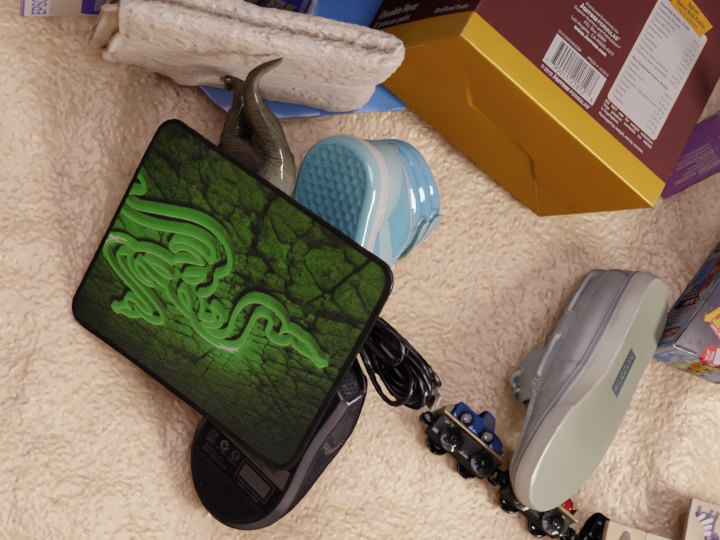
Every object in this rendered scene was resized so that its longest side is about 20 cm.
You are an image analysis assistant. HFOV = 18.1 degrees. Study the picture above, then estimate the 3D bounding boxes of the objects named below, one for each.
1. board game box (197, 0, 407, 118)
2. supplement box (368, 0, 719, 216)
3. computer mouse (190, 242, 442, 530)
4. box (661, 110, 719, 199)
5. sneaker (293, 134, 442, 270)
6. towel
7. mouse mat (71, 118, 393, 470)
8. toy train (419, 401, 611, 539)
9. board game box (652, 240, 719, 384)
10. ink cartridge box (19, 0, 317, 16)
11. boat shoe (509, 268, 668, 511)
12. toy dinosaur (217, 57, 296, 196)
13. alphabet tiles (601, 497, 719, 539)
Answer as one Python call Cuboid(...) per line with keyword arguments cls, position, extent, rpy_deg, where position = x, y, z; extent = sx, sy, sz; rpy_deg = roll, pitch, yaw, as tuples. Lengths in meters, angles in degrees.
Cuboid(cls="board game box", position=(-0.039, -0.185, 1.599), extent=(0.199, 0.039, 0.159), rpy_deg=(-5, 87, -12))
Cuboid(cls="supplement box", position=(0.141, -0.177, 1.571), extent=(0.197, 0.133, 0.200), rpy_deg=(39, 69, -26))
Cuboid(cls="computer mouse", position=(-0.037, 0.091, 1.502), extent=(0.139, 0.200, 0.053), rpy_deg=(46, 27, 16))
Cuboid(cls="box", position=(0.316, -0.125, 1.644), extent=(0.200, 0.137, 0.039), rpy_deg=(-29, 89, -19))
Cuboid(cls="sneaker", position=(0.000, 0.000, 1.561), extent=(0.079, 0.130, 0.201), rpy_deg=(25, 110, 24))
Cuboid(cls="towel", position=(-0.078, -0.146, 1.498), extent=(0.199, 0.133, 0.035), rpy_deg=(11, 80, -10))
Cuboid(cls="mouse mat", position=(-0.087, 0.015, 1.479), extent=(0.200, 0.008, 0.161), rpy_deg=(35, 109, 20))
Cuboid(cls="toy train", position=(0.124, 0.156, 1.594), extent=(0.200, 0.034, 0.046), rpy_deg=(39, 69, -8))
Cuboid(cls="board game box", position=(0.316, 0.040, 1.658), extent=(0.200, 0.062, 0.200), rpy_deg=(-37, 93, -18))
Cuboid(cls="ink cartridge box", position=(-0.119, -0.205, 1.462), extent=(0.199, 0.198, 0.044), rpy_deg=(1, 79, -10))
Cuboid(cls="boat shoe", position=(0.147, 0.081, 1.592), extent=(0.201, 0.071, 0.070), rpy_deg=(-57, 141, -27))
Cuboid(cls="toy dinosaur", position=(-0.076, -0.065, 1.519), extent=(0.077, 0.200, 0.102), rpy_deg=(-3, 56, -43))
Cuboid(cls="alphabet tiles", position=(0.246, 0.251, 1.609), extent=(0.199, 0.008, 0.168), rpy_deg=(20, 76, -26))
